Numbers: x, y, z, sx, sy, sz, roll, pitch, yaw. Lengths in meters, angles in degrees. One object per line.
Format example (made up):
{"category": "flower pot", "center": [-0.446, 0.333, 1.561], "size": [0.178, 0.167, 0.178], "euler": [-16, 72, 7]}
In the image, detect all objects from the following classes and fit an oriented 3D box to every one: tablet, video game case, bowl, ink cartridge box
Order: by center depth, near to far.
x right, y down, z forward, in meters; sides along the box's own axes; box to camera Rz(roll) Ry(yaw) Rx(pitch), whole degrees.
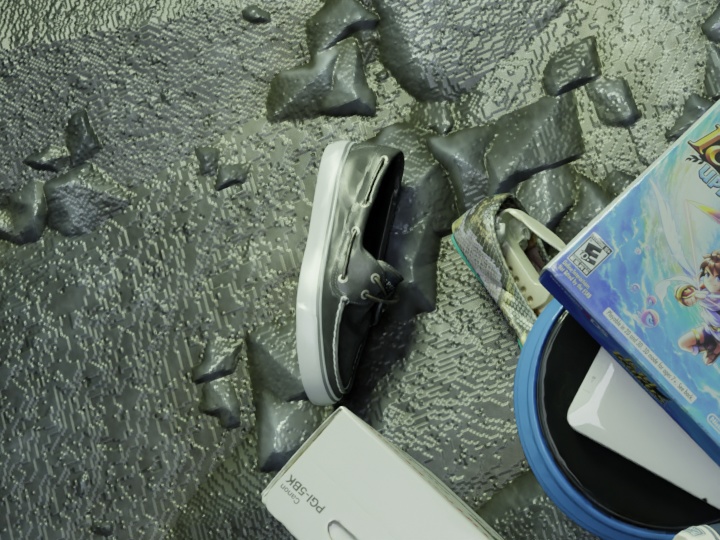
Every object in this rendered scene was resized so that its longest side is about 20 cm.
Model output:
{"category": "video game case", "center": [0.249, 0.012, 1.427], "size": [0.181, 0.045, 0.200], "euler": [-43, 84, -11]}
{"category": "ink cartridge box", "center": [0.040, 0.184, 1.444], "size": [0.147, 0.200, 0.083], "euler": [41, 89, 25]}
{"category": "tablet", "center": [0.235, 0.044, 1.449], "size": [0.130, 0.014, 0.201], "euler": [28, 79, 3]}
{"category": "bowl", "center": [0.202, 0.085, 1.466], "size": [0.199, 0.039, 0.202], "euler": [1, 79, -3]}

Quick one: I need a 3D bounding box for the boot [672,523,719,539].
{"category": "boot", "center": [0.263, 0.258, 1.414], "size": [0.090, 0.073, 0.201], "euler": [-9, 91, -18]}

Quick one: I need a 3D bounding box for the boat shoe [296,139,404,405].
{"category": "boat shoe", "center": [0.000, 0.000, 1.593], "size": [0.066, 0.070, 0.201], "euler": [-1, 66, 21]}

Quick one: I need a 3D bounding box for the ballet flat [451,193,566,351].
{"category": "ballet flat", "center": [0.132, 0.025, 1.528], "size": [0.072, 0.072, 0.201], "euler": [-34, 64, 7]}
